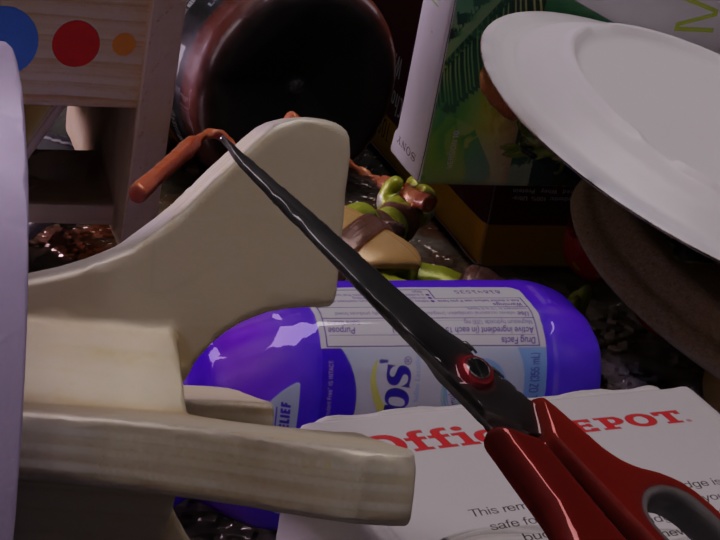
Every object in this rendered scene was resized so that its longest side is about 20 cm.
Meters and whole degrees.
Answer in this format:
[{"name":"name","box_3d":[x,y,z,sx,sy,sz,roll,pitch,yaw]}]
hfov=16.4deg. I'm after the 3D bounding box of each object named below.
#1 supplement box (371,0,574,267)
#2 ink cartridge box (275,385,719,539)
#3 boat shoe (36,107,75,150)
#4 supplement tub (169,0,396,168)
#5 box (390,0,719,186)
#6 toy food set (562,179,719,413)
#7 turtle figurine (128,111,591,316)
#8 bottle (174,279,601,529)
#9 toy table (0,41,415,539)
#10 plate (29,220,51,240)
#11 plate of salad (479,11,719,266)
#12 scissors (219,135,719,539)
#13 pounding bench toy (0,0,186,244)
[{"name":"supplement box","box_3d":[0.095,-0.130,1.140,0.132,0.201,0.197,1,24,-21]},{"name":"ink cartridge box","box_3d":[0.079,0.117,0.702,0.144,0.085,0.200,-4,27,-28]},{"name":"boat shoe","box_3d":[-0.169,-0.084,1.120,0.200,0.057,0.069,26,28,36]},{"name":"supplement tub","box_3d":[-0.073,-0.118,1.173,0.107,0.107,0.200,-5,26,-30]},{"name":"box","box_3d":[0.121,-0.104,1.023,0.199,0.145,0.036,1,28,-20]},{"name":"toy food set","box_3d":[0.169,0.022,0.972,0.200,0.049,0.198,40,27,26]},{"name":"turtle figurine","box_3d":[0.000,0.000,0.972,0.161,0.065,0.200,30,13,20]},{"name":"bottle","box_3d":[-0.020,0.045,0.836,0.199,0.084,0.065,0,24,-22]},{"name":"toy table","box_3d":[-0.067,0.043,0.685,0.117,0.201,0.184,5,12,-18]},{"name":"plate","box_3d":[-0.228,-0.018,0.975,0.199,0.032,0.200,13,23,10]},{"name":"plate of salad","box_3d":[0.130,-0.035,0.925,0.199,0.048,0.200,23,24,-11]},{"name":"scissors","box_3d":[0.040,0.036,0.643,0.073,0.014,0.200,-17,61,-43]},{"name":"pounding bench toy","box_3d":[-0.155,-0.125,0.951,0.155,0.201,0.124,2,25,-19]}]
